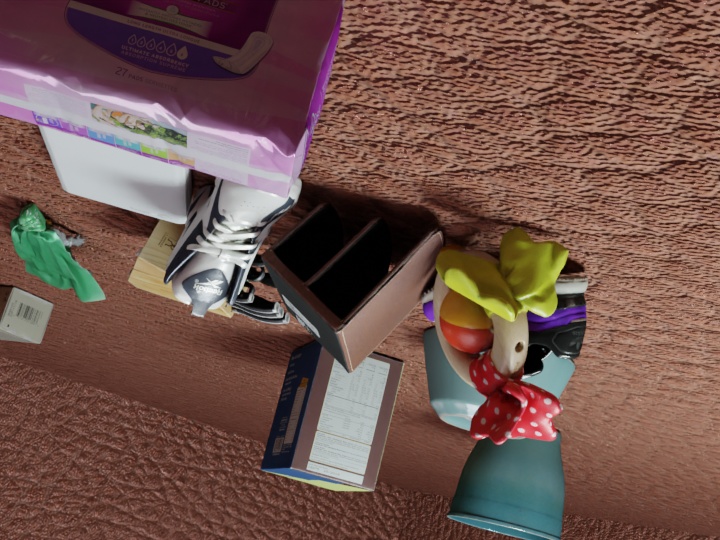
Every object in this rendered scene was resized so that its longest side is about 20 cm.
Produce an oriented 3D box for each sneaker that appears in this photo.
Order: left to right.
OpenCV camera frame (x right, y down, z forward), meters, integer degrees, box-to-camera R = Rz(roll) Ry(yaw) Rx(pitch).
[{"bbox_3d":[-0.122,-0.022,0.940,0.079,0.130,0.199,22,162,-27],"label":"sneaker"},{"bbox_3d":[0.136,0.059,1.011,0.070,0.100,0.200,-5,179,-40],"label":"sneaker"}]

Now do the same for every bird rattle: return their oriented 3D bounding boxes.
[{"bbox_3d":[0.122,0.056,0.937,0.113,0.200,0.163,-18,-154,-19],"label":"bird rattle"}]

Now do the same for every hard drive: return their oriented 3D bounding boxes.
[{"bbox_3d":[-0.224,-0.099,0.961,0.132,0.026,0.200,16,164,-5],"label":"hard drive"}]

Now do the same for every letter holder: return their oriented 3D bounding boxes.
[{"bbox_3d":[0.000,0.000,1.001,0.101,0.142,0.200,44,171,13],"label":"letter holder"}]

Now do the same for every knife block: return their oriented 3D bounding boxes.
[{"bbox_3d":[-0.163,0.011,1.150,0.175,0.064,0.200,31,161,-9],"label":"knife block"}]

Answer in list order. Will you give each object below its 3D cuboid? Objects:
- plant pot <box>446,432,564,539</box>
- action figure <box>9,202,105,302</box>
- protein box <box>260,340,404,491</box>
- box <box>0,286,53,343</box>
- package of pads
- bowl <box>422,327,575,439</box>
[{"bbox_3d":[0.269,0.361,1.798,0.200,0.188,0.200,14,165,4],"label":"plant pot"},{"bbox_3d":[-0.393,-0.029,1.300,0.118,0.055,0.200,15,157,5],"label":"action figure"},{"bbox_3d":[-0.047,0.228,1.600,0.135,0.200,0.199,19,164,-14],"label":"protein box"},{"bbox_3d":[-0.658,0.077,1.854,0.200,0.078,0.095,2,160,37],"label":"box"},{"bbox_3d":[-0.116,-0.129,0.588,0.200,0.121,0.076,15,159,-2],"label":"package of pads"},{"bbox_3d":[0.167,0.153,1.331,0.201,0.105,0.201,14,165,4],"label":"bowl"}]
